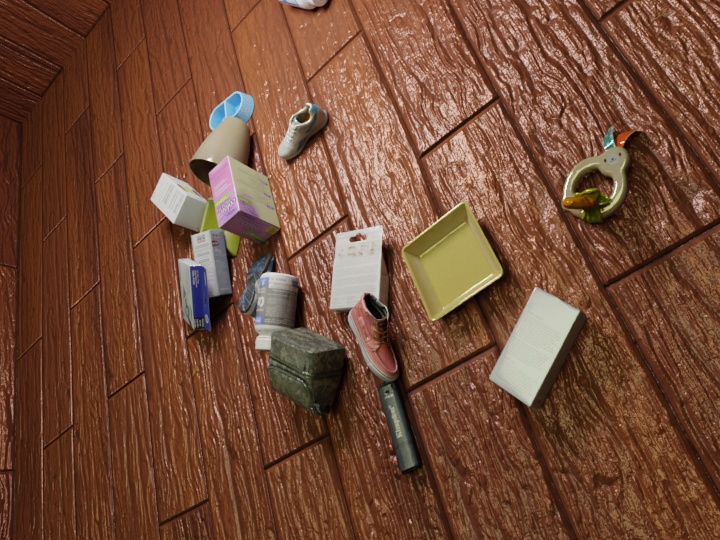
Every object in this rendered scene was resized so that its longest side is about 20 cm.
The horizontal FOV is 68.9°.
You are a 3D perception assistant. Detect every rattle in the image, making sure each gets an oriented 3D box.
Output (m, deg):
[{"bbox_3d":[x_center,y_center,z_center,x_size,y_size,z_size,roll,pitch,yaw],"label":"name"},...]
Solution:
[{"bbox_3d":[0.454,-0.205,1.008,0.205,0.139,0.130,-62,34,13],"label":"rattle"}]

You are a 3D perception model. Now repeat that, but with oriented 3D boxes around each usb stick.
[{"bbox_3d":[0.087,0.354,1.195,0.055,0.032,0.206,-31,60,27],"label":"usb stick"}]

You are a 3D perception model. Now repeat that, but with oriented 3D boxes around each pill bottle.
[{"bbox_3d":[-0.234,0.119,1.452,0.110,0.112,0.209,-5,74,35],"label":"pill bottle"}]

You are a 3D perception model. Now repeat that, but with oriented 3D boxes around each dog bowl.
[{"bbox_3d":[-0.459,-0.551,1.848,0.196,0.049,0.116,-25,63,29],"label":"dog bowl"}]

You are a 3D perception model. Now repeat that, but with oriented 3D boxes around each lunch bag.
[{"bbox_3d":[-0.141,0.257,1.337,0.195,0.137,0.175,15,102,39],"label":"lunch bag"}]

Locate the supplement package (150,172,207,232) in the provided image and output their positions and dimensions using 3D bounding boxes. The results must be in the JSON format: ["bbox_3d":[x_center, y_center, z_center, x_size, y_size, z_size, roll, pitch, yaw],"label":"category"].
[{"bbox_3d":[-0.636,-0.241,1.857,0.198,0.112,0.112,36,100,36],"label":"supplement package"}]

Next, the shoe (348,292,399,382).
[{"bbox_3d":[0.041,0.154,1.231,0.204,0.070,0.092,59,140,24],"label":"shoe"}]

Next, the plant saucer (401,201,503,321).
[{"bbox_3d":[0.210,-0.016,1.194,0.198,0.048,0.205,-36,59,24],"label":"plant saucer"}]

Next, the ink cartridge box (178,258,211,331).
[{"bbox_3d":[-0.526,0.076,1.654,0.197,0.039,0.209,14,109,56],"label":"ink cartridge box"}]

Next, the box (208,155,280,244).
[{"bbox_3d":[-0.352,-0.210,1.593,0.095,0.174,0.206,-32,61,24],"label":"box"}]

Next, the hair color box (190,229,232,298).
[{"bbox_3d":[-0.475,-0.019,1.672,0.096,0.060,0.209,-10,89,34],"label":"hair color box"}]

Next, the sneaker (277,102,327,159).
[{"bbox_3d":[-0.191,-0.424,1.590,0.199,0.080,0.078,-43,58,21],"label":"sneaker"}]

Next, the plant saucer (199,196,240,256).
[{"bbox_3d":[-0.469,-0.159,1.749,0.194,0.047,0.208,6,81,38],"label":"plant saucer"}]

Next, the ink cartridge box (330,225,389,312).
[{"bbox_3d":[0.000,0.000,1.353,0.156,0.050,0.208,-7,71,36],"label":"ink cartridge box"}]

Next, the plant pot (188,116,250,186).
[{"bbox_3d":[-0.439,-0.393,1.724,0.182,0.187,0.207,2,65,36],"label":"plant pot"}]

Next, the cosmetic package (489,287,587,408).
[{"bbox_3d":[0.347,0.152,1.028,0.100,0.070,0.205,31,97,38],"label":"cosmetic package"}]

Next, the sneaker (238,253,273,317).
[{"bbox_3d":[-0.296,0.045,1.550,0.074,0.077,0.206,-6,57,38],"label":"sneaker"}]
